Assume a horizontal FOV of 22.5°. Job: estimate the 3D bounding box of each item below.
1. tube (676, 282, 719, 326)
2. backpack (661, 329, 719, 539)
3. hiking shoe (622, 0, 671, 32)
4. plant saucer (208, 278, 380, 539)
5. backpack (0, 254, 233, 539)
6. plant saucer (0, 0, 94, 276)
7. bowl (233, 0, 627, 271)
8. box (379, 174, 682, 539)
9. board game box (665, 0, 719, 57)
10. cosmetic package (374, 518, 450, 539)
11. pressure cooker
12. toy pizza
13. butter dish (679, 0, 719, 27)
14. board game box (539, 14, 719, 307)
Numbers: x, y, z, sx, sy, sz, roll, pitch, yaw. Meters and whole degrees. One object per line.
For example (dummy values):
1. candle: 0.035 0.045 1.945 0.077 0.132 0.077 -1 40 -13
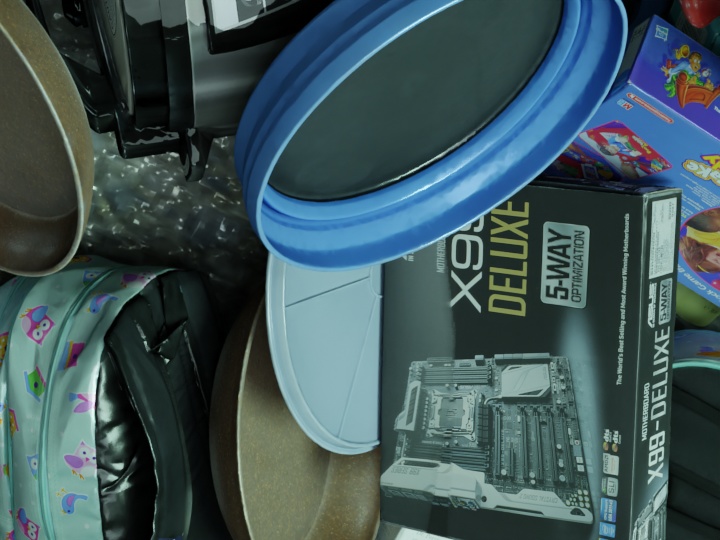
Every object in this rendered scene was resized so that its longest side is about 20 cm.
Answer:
1. tube: 0.253 -0.046 1.050 0.052 0.058 0.200 40 119 -7
2. backpack: 0.220 0.125 1.019 0.199 0.153 0.177 20 110 1
3. hiking shoe: 0.147 -0.191 0.996 0.086 0.074 0.201 18 103 -51
4. plant saucer: -0.036 0.089 1.013 0.036 0.201 0.202 -2 119 25
5. backpack: -0.136 0.093 0.985 0.126 0.167 0.201 4 113 22
6. plant saucer: -0.198 -0.089 0.890 0.034 0.199 0.201 -42 123 -34
7. bowl: 0.031 -0.078 0.845 0.200 0.040 0.201 -26 154 -13
8. box: 0.088 0.048 0.966 0.050 0.157 0.202 -13 107 -55
9. board game box: 0.264 -0.124 1.011 0.198 0.047 0.151 -11 156 -11
10. cosmetic package: 0.083 0.109 1.097 0.101 0.071 0.201 23 106 -24
11. pressure cooker: -0.066 -0.150 0.888 0.198 0.177 0.179 -9 134 -10
12. toy pizza: 0.000 0.000 0.995 0.200 0.032 0.202 -16 110 -55
13. butter dish: 0.223 -0.139 0.853 0.147 0.200 0.201 2 74 22
14. board game box: 0.192 -0.042 0.965 0.199 0.134 0.045 31 64 -15
